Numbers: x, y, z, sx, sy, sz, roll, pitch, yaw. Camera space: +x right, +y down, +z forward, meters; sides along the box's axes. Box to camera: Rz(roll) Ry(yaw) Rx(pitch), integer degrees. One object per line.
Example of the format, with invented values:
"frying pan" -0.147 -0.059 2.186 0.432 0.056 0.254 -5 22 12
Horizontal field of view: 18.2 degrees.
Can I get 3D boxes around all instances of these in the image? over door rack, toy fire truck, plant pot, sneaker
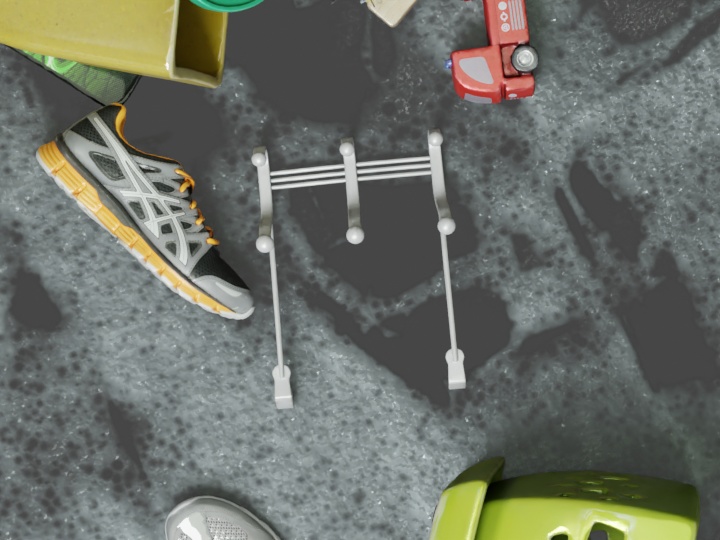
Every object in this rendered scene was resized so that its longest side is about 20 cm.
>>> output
"over door rack" 0.000 0.000 1.672 0.148 0.067 0.200 -5 92 2
"toy fire truck" 0.053 -0.220 1.669 0.141 0.049 0.200 -7 92 1
"plant pot" -0.203 -0.240 1.606 0.200 0.196 0.194 6 93 7
"sneaker" -0.072 0.252 1.675 0.075 0.082 0.200 -39 91 3
"plant pot" 0.135 0.237 1.618 0.181 0.200 0.199 14 93 8
"sneaker" -0.148 -0.042 1.671 0.200 0.078 0.077 44 84 -2

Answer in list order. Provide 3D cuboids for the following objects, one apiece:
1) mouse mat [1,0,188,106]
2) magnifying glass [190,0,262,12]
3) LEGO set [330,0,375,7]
"mouse mat" -0.199 -0.244 1.697 0.161 0.008 0.200 32 94 0
"magnifying glass" -0.051 -0.256 1.518 0.200 0.022 0.080 -48 111 -12
"LEGO set" 0.016 -0.296 1.608 0.200 0.116 0.154 -44 61 -2
